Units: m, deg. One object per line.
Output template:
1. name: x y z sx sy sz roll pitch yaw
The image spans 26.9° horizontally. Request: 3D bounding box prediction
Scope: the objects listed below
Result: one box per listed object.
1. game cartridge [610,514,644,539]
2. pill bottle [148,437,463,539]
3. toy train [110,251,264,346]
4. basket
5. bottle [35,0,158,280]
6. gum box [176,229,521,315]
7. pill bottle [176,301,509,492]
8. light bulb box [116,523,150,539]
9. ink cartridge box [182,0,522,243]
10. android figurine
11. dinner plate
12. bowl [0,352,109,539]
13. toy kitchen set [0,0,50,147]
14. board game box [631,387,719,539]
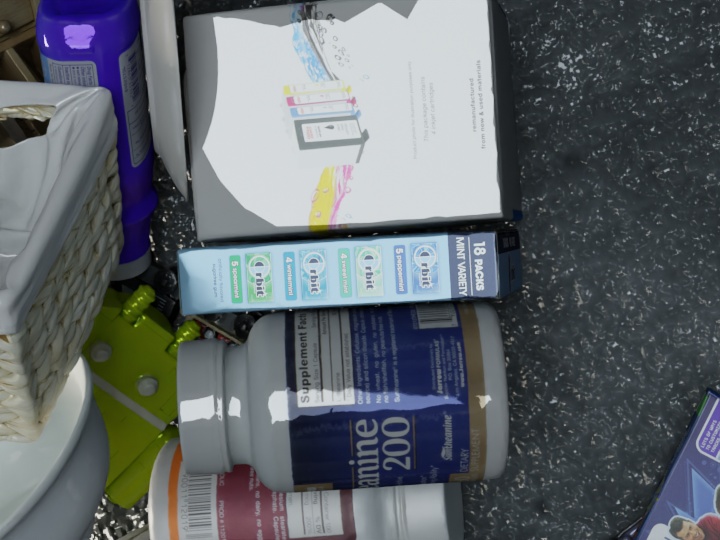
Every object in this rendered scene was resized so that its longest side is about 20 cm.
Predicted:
1. game cartridge: 0.266 0.188 1.009 0.200 0.038 0.130 -40 80 9
2. pill bottle: -0.034 0.163 1.023 0.198 0.114 0.116 -5 90 10
3. toy train: -0.092 0.046 1.073 0.199 0.034 0.046 29 100 9
4. basket: -0.226 -0.008 0.900 0.134 0.201 0.124 4 133 9
5. bottle: -0.171 -0.089 1.002 0.064 0.084 0.202 -2 124 -1
6. gum box: 0.000 0.000 0.985 0.198 0.170 0.045 -4 90 10
7. pill bottle: -0.011 0.080 0.937 0.198 0.111 0.112 -3 91 -1
8. light bulb box: -0.163 0.295 1.009 0.124 0.198 0.201 -27 87 8
9. ink cartridge box: -0.001 -0.097 0.994 0.198 0.147 0.146 -4 91 11
10. android figurine: -0.198 0.092 1.049 0.200 0.041 0.182 -42 124 7
11. dinner plate: -0.130 -0.146 0.992 0.024 0.200 0.203 -6 90 -6
12. bowl: -0.227 0.144 0.927 0.200 0.202 0.091 -26 123 10
13. toy kitchen set: -0.193 -0.198 1.030 0.163 0.200 0.181 -33 84 -32
14. board game box: 0.242 0.197 0.979 0.134 0.034 0.202 27 96 10
